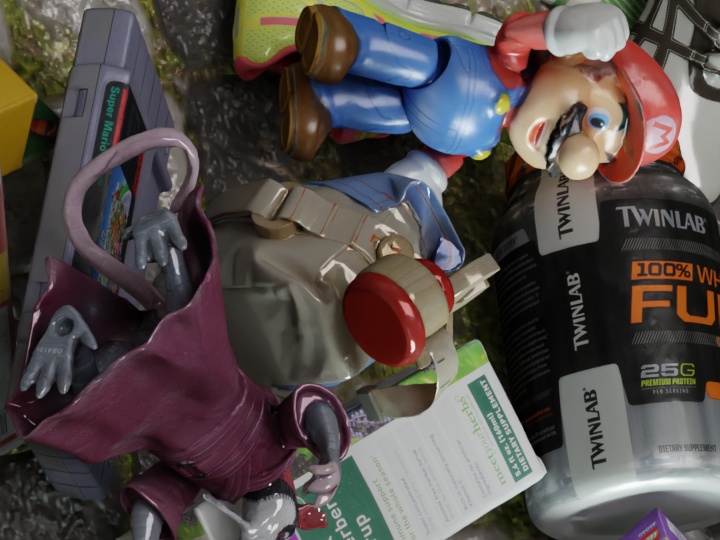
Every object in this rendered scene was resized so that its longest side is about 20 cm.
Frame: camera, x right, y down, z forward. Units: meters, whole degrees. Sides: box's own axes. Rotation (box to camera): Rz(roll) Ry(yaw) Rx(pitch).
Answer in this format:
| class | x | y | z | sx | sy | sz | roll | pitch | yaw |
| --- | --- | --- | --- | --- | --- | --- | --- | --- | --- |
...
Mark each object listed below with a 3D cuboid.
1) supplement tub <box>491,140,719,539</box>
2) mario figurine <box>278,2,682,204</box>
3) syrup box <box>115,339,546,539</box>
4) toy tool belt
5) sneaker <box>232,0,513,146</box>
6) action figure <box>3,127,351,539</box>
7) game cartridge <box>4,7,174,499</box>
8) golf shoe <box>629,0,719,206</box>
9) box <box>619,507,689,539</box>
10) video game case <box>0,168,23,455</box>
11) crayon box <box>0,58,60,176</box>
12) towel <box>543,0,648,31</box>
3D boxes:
| class | x | y | z | sx | sy | sz | roll | pitch | yaw |
| --- | --- | --- | --- | --- | --- | --- | --- | --- | --- |
| supplement tub | 0.135 | 0.032 | 1.491 | 0.122 | 0.122 | 0.201 | 6 | 67 | -33 |
| mario figurine | 0.065 | -0.076 | 1.407 | 0.199 | 0.123 | 0.107 | 4 | 81 | -14 |
| syrup box | -0.013 | 0.116 | 1.398 | 0.200 | 0.081 | 0.079 | -29 | 92 | -38 |
| toy tool belt | 0.000 | 0.000 | 1.369 | 0.123 | 0.199 | 0.125 | -35 | 106 | -34 |
| sneaker | 0.016 | -0.098 | 1.489 | 0.199 | 0.078 | 0.091 | 23 | 65 | -16 |
| action figure | -0.079 | 0.061 | 1.261 | 0.200 | 0.133 | 0.150 | 50 | 21 | -49 |
| game cartridge | -0.122 | -0.007 | 1.336 | 0.038 | 0.130 | 0.201 | 7 | 69 | 4 |
| golf shoe | 0.194 | -0.131 | 1.581 | 0.077 | 0.094 | 0.201 | 12 | 74 | -33 |
| box | 0.168 | 0.237 | 1.461 | 0.200 | 0.137 | 0.039 | 44 | 12 | -16 |
| video game case | -0.212 | 0.022 | 1.252 | 0.143 | 0.017 | 0.201 | -29 | 133 | -37 |
| crayon box | -0.238 | -0.077 | 1.286 | 0.200 | 0.051 | 0.127 | -30 | 62 | -38 |
| towel | 0.202 | -0.161 | 1.665 | 0.200 | 0.023 | 0.153 | 34 | 61 | -24 |
